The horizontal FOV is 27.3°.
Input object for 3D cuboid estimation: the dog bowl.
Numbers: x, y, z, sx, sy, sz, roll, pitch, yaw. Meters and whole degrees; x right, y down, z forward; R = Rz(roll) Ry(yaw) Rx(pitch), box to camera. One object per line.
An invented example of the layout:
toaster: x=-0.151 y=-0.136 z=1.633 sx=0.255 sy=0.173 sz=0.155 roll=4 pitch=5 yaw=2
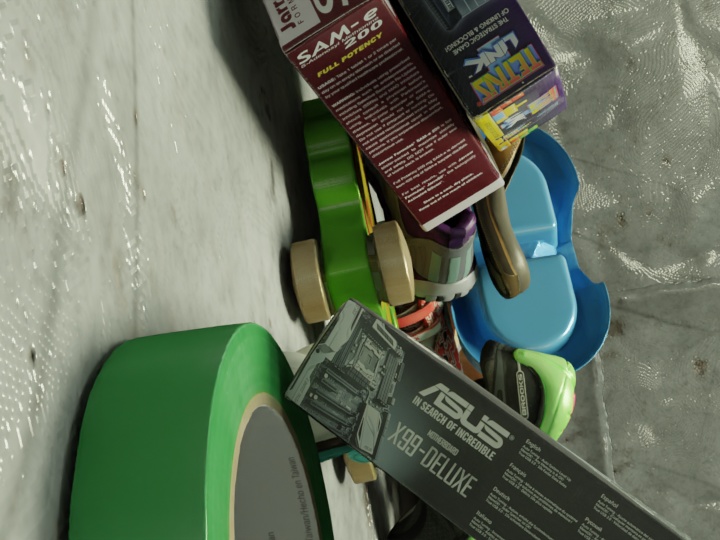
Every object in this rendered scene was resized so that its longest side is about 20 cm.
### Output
dog bowl: x=0.108 y=-0.009 z=1.056 sx=0.050 sy=0.110 sz=0.202 roll=97 pitch=-17 yaw=-68

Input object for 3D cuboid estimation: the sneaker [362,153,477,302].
sneaker: x=0.038 y=-0.082 z=0.998 sx=0.088 sy=0.074 sz=0.201 roll=100 pitch=-28 yaw=-57

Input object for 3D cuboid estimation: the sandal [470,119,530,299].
sandal: x=0.093 y=-0.081 z=1.012 sx=0.082 sy=0.054 sz=0.202 roll=67 pitch=8 yaw=-71

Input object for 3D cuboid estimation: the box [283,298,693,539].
box: x=0.076 y=0.097 z=0.614 sx=0.050 sy=0.199 sz=0.158 roll=-54 pitch=161 yaw=-1

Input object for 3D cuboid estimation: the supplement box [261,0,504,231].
supplement box: x=0.006 y=-0.119 z=0.840 sx=0.200 sy=0.061 sz=0.109 roll=46 pitch=16 yaw=-55

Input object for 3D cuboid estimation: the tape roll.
tape roll: x=-0.048 y=0.121 z=0.540 sx=0.200 sy=0.048 sz=0.202 roll=-8 pitch=90 yaw=-80

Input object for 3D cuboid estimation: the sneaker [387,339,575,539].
sneaker: x=0.067 y=0.119 z=0.981 sx=0.201 sy=0.083 sz=0.077 roll=-59 pitch=-176 yaw=30

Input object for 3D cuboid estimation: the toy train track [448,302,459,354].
toy train track: x=0.068 y=0.065 z=1.121 sx=0.032 sy=0.114 sz=0.202 roll=16 pitch=79 yaw=-53

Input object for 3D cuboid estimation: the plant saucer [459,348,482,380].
plant saucer: x=0.086 y=0.149 z=1.147 sx=0.200 sy=0.032 sz=0.202 roll=-173 pitch=-90 yaw=-75

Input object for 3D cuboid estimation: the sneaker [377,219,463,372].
sneaker: x=0.037 y=0.064 z=1.048 sx=0.108 sy=0.067 sz=0.203 roll=50 pitch=29 yaw=-70

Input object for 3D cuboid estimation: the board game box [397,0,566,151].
board game box: x=0.053 y=-0.159 z=0.850 sx=0.166 sy=0.056 sz=0.200 roll=58 pitch=8 yaw=4

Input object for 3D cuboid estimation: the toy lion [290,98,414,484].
toy lion: x=0.000 y=0.000 z=0.921 sx=0.192 sy=0.068 sz=0.201 roll=-97 pitch=174 yaw=-57

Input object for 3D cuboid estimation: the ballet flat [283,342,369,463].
ballet flat: x=0.001 y=0.066 z=0.780 sx=0.200 sy=0.069 sz=0.070 roll=10 pitch=72 yaw=-67
